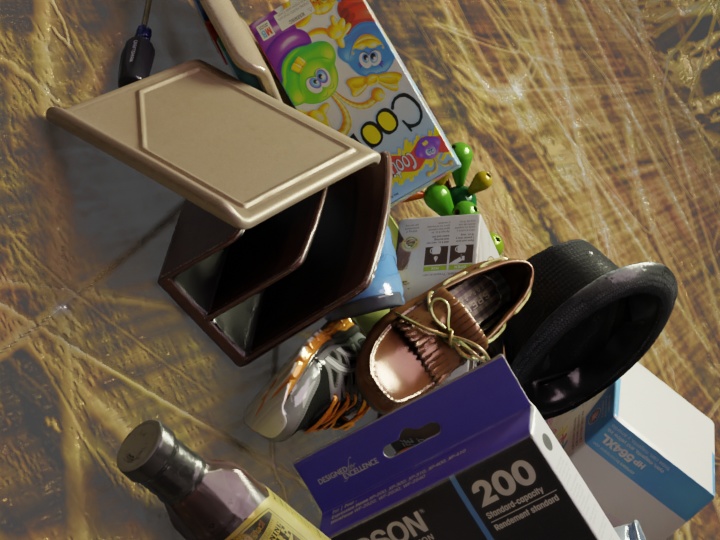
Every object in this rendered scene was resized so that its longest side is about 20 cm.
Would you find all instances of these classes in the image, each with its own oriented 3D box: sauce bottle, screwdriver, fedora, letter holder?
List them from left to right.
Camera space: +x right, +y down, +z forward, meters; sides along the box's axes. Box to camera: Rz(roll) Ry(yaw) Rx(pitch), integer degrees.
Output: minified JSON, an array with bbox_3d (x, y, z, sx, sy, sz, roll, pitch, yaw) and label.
[{"bbox_3d":[-0.178,-0.214,1.320,0.028,0.029,0.200,45,34,-32],"label":"screwdriver"},{"bbox_3d":[-0.083,0.172,1.054,0.200,0.066,0.066,42,30,-32],"label":"sauce bottle"},{"bbox_3d":[-0.059,-0.046,1.240,0.101,0.142,0.200,48,27,-24],"label":"letter holder"},{"bbox_3d":[0.179,0.041,1.367,0.200,0.201,0.092,21,31,-56],"label":"fedora"}]

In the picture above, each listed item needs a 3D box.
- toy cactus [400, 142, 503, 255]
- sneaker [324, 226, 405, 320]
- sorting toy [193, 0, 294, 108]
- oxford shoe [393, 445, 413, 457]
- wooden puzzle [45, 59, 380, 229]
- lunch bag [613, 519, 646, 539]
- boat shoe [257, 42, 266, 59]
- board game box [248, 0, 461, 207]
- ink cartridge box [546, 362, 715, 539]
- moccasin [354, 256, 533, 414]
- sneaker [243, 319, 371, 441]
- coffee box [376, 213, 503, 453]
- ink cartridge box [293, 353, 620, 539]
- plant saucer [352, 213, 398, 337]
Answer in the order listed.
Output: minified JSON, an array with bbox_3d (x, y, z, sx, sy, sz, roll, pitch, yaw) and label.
[{"bbox_3d":[0.093,-0.021,1.576,0.165,0.102,0.200,85,-5,-69],"label":"toy cactus"},{"bbox_3d":[-0.003,-0.009,1.269,0.200,0.066,0.079,-92,172,-80],"label":"sneaker"},{"bbox_3d":[-0.110,-0.196,1.366,0.185,0.036,0.200,61,2,24],"label":"sorting toy"},{"bbox_3d":[0.082,0.211,1.353,0.200,0.071,0.073,51,5,-30],"label":"oxford shoe"},{"bbox_3d":[-0.109,-0.095,1.184,0.185,0.037,0.200,30,30,22],"label":"wooden puzzle"},{"bbox_3d":[0.166,0.315,1.241,0.200,0.169,0.127,-83,150,-51],"label":"lunch bag"},{"bbox_3d":[-0.028,-0.163,1.531,0.200,0.072,0.065,41,8,-21],"label":"boat shoe"},{"bbox_3d":[-0.003,-0.156,1.419,0.200,0.103,0.105,60,6,0],"label":"board game box"},{"bbox_3d":[0.222,0.202,1.486,0.125,0.200,0.129,38,28,-9],"label":"ink cartridge box"},{"bbox_3d":[0.070,0.048,1.238,0.201,0.078,0.074,-28,89,-41],"label":"moccasin"},{"bbox_3d":[-0.025,0.091,1.221,0.077,0.078,0.200,46,24,2],"label":"sneaker"},{"bbox_3d":[0.075,0.066,1.370,0.113,0.080,0.200,60,31,-54],"label":"coffee box"},{"bbox_3d":[0.073,0.193,1.175,0.200,0.198,0.043,57,21,-6],"label":"ink cartridge box"},{"bbox_3d":[0.000,0.000,1.446,0.200,0.031,0.200,44,30,-33],"label":"plant saucer"}]
